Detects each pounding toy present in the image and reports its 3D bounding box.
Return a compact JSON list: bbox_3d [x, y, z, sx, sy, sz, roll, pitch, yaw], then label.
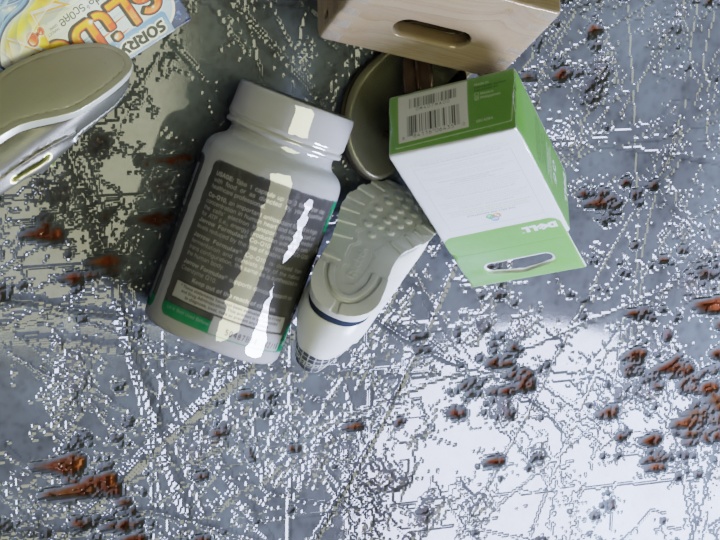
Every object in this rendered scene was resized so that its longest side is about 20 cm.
[{"bbox_3d":[0.067,-0.227,1.504,0.199,0.142,0.185,11,61,-24],"label":"pounding toy"}]

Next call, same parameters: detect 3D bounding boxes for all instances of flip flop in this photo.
[{"bbox_3d":[0.060,-0.157,1.574,0.200,0.058,0.081,-45,117,-9],"label":"flip flop"}]

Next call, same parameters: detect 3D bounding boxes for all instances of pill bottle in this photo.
[{"bbox_3d":[-0.083,-0.039,1.514,0.113,0.113,0.201,18,96,-25],"label":"pill bottle"}]

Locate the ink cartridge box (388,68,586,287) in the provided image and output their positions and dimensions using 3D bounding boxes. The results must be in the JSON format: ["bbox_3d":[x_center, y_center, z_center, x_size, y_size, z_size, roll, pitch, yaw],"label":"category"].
[{"bbox_3d":[0.103,-0.069,1.546,0.103,0.060,0.200,-12,145,18],"label":"ink cartridge box"}]

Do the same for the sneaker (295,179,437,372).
[{"bbox_3d":[0.000,0.000,1.552,0.076,0.200,0.081,29,130,10],"label":"sneaker"}]

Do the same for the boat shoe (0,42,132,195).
[{"bbox_3d":[-0.251,-0.099,1.417,0.201,0.072,0.060,-33,143,-24],"label":"boat shoe"}]

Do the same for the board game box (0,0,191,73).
[{"bbox_3d":[-0.244,-0.193,1.452,0.200,0.034,0.136,-35,113,-11],"label":"board game box"}]
